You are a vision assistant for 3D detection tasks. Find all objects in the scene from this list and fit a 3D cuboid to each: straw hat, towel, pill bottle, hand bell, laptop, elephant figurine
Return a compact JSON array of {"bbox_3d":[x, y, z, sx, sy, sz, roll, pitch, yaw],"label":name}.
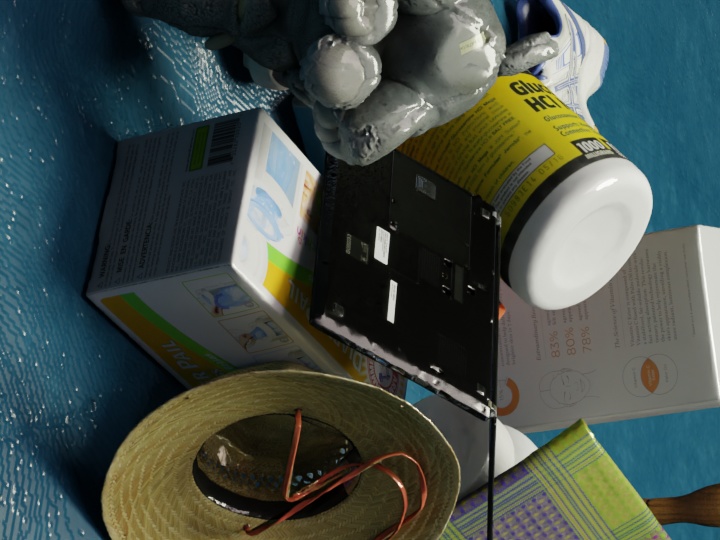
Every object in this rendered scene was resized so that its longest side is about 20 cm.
[{"bbox_3d":[-0.048,0.098,1.344,0.201,0.200,0.085,53,18,-39],"label":"straw hat"},{"bbox_3d":[0.092,0.190,1.546,0.144,0.199,0.023,51,9,-36],"label":"towel"},{"bbox_3d":[0.094,0.173,1.622,0.200,0.109,0.110,48,42,-43],"label":"pill bottle"},{"bbox_3d":[0.216,0.176,1.747,0.104,0.199,0.105,27,58,-54],"label":"hand bell"},{"bbox_3d":[0.031,0.038,1.428,0.199,0.103,0.178,29,39,-22],"label":"laptop"},{"bbox_3d":[-0.020,-0.147,1.379,0.142,0.200,0.155,-47,123,-13],"label":"elephant figurine"},{"bbox_3d":[0.089,-0.076,1.566,0.200,0.113,0.112,45,12,32],"label":"pill bottle"}]

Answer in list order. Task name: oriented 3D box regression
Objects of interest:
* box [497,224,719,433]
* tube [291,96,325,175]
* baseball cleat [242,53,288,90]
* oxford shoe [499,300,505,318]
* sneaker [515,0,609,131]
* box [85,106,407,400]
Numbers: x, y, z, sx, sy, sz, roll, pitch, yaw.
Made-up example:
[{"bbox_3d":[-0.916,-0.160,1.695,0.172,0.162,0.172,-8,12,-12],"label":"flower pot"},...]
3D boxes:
[{"bbox_3d":[0.178,0.046,1.719,0.097,0.199,0.126,5,77,-60],"label":"box"},{"bbox_3d":[0.003,-0.027,1.593,0.077,0.050,0.202,-46,126,-55],"label":"tube"},{"bbox_3d":[0.001,-0.167,1.568,0.200,0.106,0.070,-55,154,-45],"label":"baseball cleat"},{"bbox_3d":[0.000,0.000,1.533,0.199,0.073,0.071,34,10,-20],"label":"oxford shoe"},{"bbox_3d":[0.137,-0.133,1.854,0.088,0.075,0.201,43,38,-31],"label":"sneaker"},{"bbox_3d":[-0.058,0.013,1.408,0.200,0.101,0.113,47,42,-45],"label":"box"}]
